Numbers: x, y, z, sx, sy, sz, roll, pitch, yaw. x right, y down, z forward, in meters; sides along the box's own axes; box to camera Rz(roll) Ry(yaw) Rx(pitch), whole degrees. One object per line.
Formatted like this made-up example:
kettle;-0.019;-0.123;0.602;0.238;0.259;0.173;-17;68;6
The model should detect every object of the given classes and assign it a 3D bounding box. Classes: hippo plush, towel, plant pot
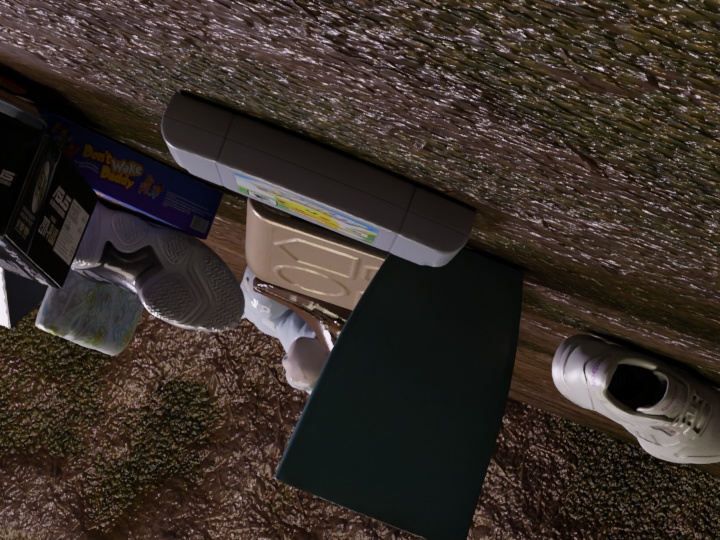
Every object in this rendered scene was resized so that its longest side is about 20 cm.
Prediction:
hippo plush;-0.041;0.042;2.069;0.161;0.159;0.200;51;170;20
towel;-0.243;-0.008;1.962;0.048;0.173;0.200;18;175;12
plant pot;0.037;0.080;1.452;0.140;0.202;0.141;20;176;0

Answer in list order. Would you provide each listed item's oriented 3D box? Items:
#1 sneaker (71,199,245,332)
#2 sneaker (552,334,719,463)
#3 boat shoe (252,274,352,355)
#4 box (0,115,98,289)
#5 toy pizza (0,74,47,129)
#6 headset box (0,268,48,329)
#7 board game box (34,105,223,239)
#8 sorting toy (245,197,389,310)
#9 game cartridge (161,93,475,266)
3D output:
sneaker;-0.190;-0.007;1.778;0.199;0.076;0.114;27;177;0
sneaker;0.257;0.119;1.700;0.199;0.076;0.099;23;177;-23
boat shoe;-0.009;0.055;1.766;0.201;0.075;0.075;21;176;10
box;-0.308;-0.069;1.557;0.162;0.087;0.200;20;170;8
toy pizza;-0.326;-0.152;1.506;0.198;0.032;0.200;20;176;1
headset box;-0.376;-0.048;2.044;0.198;0.174;0.093;19;131;22
board game box;-0.236;-0.091;1.736;0.199;0.045;0.134;25;174;-38
sorting toy;0.000;0.000;1.619;0.198;0.037;0.185;23;165;2
game cartridge;-0.028;-0.053;1.245;0.198;0.041;0.133;21;172;0
